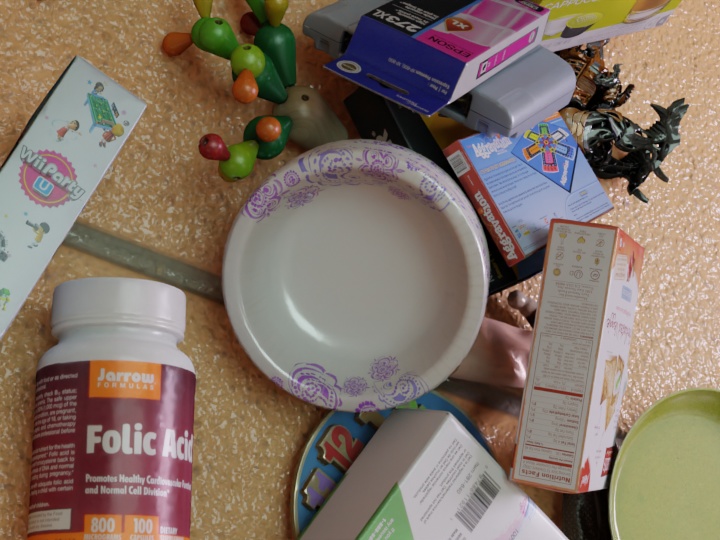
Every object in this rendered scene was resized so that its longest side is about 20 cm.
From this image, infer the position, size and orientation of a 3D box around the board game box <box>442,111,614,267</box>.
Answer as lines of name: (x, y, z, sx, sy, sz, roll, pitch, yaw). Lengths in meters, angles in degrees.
board game box: (0.139, -0.072, 1.243, 0.103, 0.019, 0.200, 61, 31, 3)

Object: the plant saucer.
plant saucer: (0.279, 0.198, 1.274, 0.199, 0.031, 0.201, 5, 79, -26)

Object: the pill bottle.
pill bottle: (-0.174, 0.113, 1.091, 0.114, 0.114, 0.201, 7, 75, -26)

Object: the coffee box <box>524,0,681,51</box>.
coffee box: (0.185, -0.328, 1.317, 0.199, 0.198, 0.201, -18, 70, -30)

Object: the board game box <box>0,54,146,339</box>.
board game box: (-0.239, -0.032, 1.075, 0.064, 0.147, 0.201, 34, 64, -13)

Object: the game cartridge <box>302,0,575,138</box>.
game cartridge: (0.068, -0.176, 1.252, 0.199, 0.042, 0.133, 29, 40, 21)

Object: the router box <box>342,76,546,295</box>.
router box: (0.091, -0.080, 1.289, 0.149, 0.051, 0.201, -22, 82, -42)

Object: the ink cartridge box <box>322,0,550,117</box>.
ink cartridge box: (0.063, -0.179, 1.195, 0.094, 0.037, 0.200, 27, 37, 19)

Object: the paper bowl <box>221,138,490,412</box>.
paper bowl: (0.000, 0.000, 1.185, 0.199, 0.104, 0.202, 1, 101, 6)

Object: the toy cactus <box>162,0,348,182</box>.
toy cactus: (-0.078, -0.137, 1.224, 0.165, 0.102, 0.201, 38, 34, -41)

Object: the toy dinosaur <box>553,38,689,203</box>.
toy dinosaur: (0.206, -0.120, 1.380, 0.135, 0.102, 0.201, 14, 89, -8)

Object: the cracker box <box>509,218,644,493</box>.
cracker box: (0.171, 0.069, 1.201, 0.057, 0.134, 0.201, 9, 88, 19)

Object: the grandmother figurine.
grandmother figurine: (0.142, 0.073, 1.302, 0.199, 0.061, 0.122, 14, 64, -27)

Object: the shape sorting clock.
shape sorting clock: (0.035, 0.189, 1.225, 0.199, 0.039, 0.201, 7, 74, -26)

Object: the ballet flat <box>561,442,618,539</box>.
ballet flat: (0.184, 0.235, 1.294, 0.067, 0.046, 0.201, 19, 72, -55)

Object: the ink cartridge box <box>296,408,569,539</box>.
ink cartridge box: (0.068, 0.224, 1.170, 0.200, 0.084, 0.145, 47, 66, -20)
